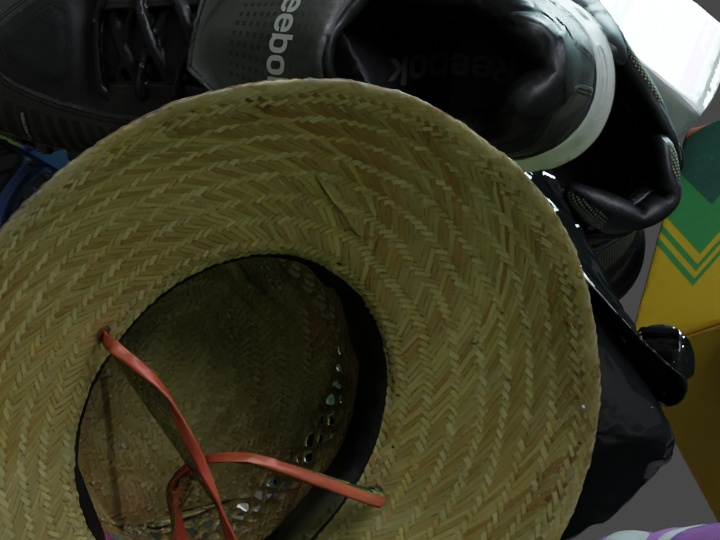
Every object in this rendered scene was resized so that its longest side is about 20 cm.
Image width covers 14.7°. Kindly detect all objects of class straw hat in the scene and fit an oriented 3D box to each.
[{"bbox_3d":[-0.041,0.035,0.754,0.200,0.202,0.085,23,8,-26],"label":"straw hat"}]

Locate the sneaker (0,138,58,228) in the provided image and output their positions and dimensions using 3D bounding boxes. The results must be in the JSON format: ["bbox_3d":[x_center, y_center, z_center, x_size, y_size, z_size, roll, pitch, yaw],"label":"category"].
[{"bbox_3d":[-0.124,-0.018,0.847,0.200,0.076,0.078,32,15,25],"label":"sneaker"}]

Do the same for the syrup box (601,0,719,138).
[{"bbox_3d":[0.051,-0.118,1.169,0.200,0.079,0.082,39,33,-6],"label":"syrup box"}]

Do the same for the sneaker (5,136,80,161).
[{"bbox_3d":[-0.036,-0.091,0.878,0.199,0.076,0.116,9,50,6],"label":"sneaker"}]

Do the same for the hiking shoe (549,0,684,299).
[{"bbox_3d":[0.077,-0.035,1.037,0.101,0.076,0.200,57,-7,39],"label":"hiking shoe"}]

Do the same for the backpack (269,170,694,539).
[{"bbox_3d":[0.000,0.000,0.947,0.167,0.127,0.200,10,44,-50],"label":"backpack"}]

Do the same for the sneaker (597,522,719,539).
[{"bbox_3d":[0.149,0.128,0.988,0.200,0.114,0.073,34,60,-46],"label":"sneaker"}]

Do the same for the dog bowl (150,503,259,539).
[{"bbox_3d":[-0.077,0.126,0.790,0.200,0.059,0.201,26,37,-22],"label":"dog bowl"}]

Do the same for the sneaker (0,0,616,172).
[{"bbox_3d":[-0.028,-0.062,0.767,0.199,0.067,0.090,5,0,3],"label":"sneaker"}]

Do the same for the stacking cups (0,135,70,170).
[{"bbox_3d":[-0.088,-0.017,0.911,0.060,0.061,0.200,12,37,-37],"label":"stacking cups"}]

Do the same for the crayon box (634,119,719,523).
[{"bbox_3d":[0.160,0.037,1.093,0.127,0.051,0.200,61,27,-22],"label":"crayon box"}]
